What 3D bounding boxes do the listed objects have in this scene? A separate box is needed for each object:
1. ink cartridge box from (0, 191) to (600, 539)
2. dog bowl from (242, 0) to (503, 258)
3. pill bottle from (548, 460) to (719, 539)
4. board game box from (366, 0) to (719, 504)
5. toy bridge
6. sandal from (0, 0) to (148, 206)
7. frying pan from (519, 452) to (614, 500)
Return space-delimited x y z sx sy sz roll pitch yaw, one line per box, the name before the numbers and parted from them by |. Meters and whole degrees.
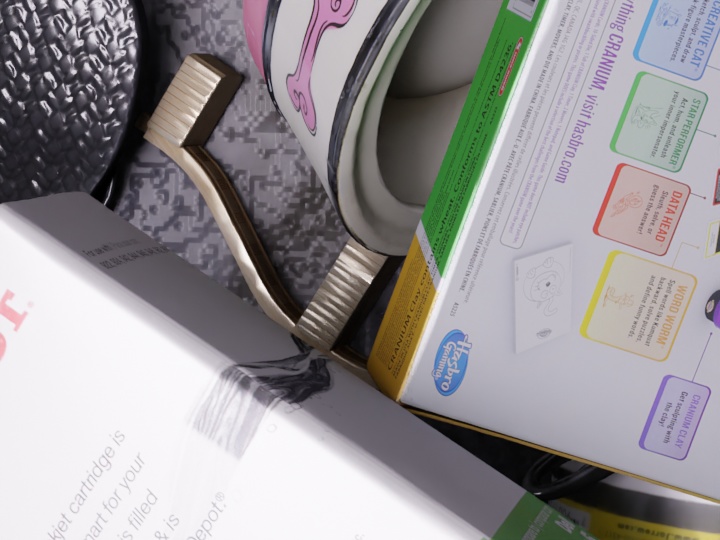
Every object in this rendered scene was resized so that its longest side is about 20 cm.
ink cartridge box | -0.044 0.092 0.707 0.200 0.084 0.146 35 101 7
dog bowl | 0.047 -0.102 0.835 0.074 0.200 0.200 46 104 25
pill bottle | 0.109 0.152 0.869 0.111 0.111 0.200 8 96 15
board game box | 0.121 -0.006 0.765 0.200 0.040 0.153 19 99 -16
toy bridge | 0.000 0.000 0.934 0.200 0.027 0.067 34 103 12
sandal | -0.125 -0.028 0.957 0.075 0.045 0.200 25 118 9
frying pan | 0.128 0.010 0.842 0.190 0.115 0.031 -8 134 -11
